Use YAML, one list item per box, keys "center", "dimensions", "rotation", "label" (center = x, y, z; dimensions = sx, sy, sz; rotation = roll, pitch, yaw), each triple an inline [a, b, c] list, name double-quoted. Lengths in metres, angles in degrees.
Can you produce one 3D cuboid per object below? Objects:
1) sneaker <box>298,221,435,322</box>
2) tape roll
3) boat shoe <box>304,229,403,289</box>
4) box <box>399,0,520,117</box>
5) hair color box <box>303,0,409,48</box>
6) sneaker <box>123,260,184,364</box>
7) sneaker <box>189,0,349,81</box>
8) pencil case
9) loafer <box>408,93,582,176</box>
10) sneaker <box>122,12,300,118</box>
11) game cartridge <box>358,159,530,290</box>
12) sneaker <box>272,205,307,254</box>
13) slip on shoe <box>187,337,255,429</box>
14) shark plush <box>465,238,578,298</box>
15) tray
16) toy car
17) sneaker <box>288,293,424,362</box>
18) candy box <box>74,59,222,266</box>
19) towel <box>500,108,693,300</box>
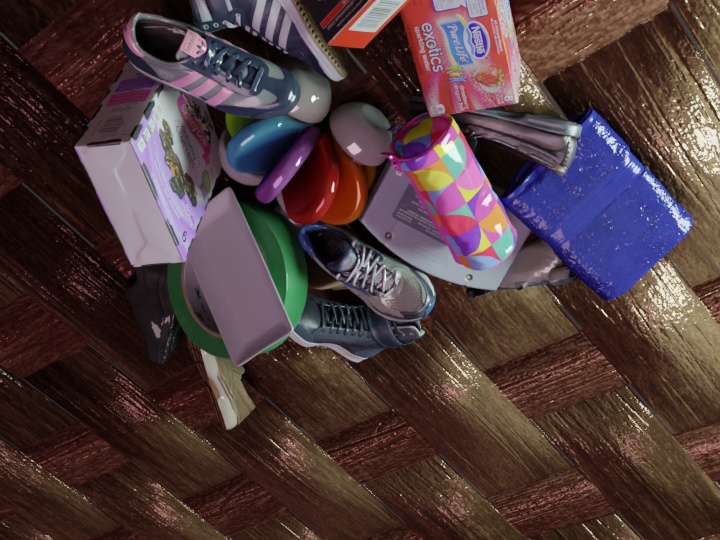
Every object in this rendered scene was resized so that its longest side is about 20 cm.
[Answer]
- center: [0.000, 0.000, 1.254]
  dimensions: [0.199, 0.085, 0.077]
  rotation: [31, 95, 24]
  label: "sneaker"
- center: [-0.160, 0.011, 1.312]
  dimensions: [0.199, 0.048, 0.202]
  rotation: [1, 93, 33]
  label: "tape roll"
- center: [0.021, -0.016, 1.330]
  dimensions: [0.199, 0.073, 0.065]
  rotation: [-15, 165, 20]
  label: "boat shoe"
- center: [0.100, -0.271, 1.053]
  dimensions: [0.099, 0.096, 0.201]
  rotation: [-6, 130, 18]
  label: "box"
- center: [-0.029, -0.325, 0.975]
  dimensions: [0.101, 0.061, 0.201]
  rotation: [-39, 71, 36]
  label: "hair color box"
- center: [-0.291, 0.047, 1.450]
  dimensions: [0.090, 0.076, 0.201]
  rotation: [19, 127, 7]
  label: "sneaker"
- center: [-0.106, -0.270, 1.112]
  dimensions: [0.108, 0.070, 0.200]
  rotation: [-30, 113, 27]
  label: "sneaker"
- center: [0.103, -0.087, 1.148]
  dimensions: [0.088, 0.089, 0.200]
  rotation: [-19, 130, 26]
  label: "pencil case"
- center: [0.144, -0.153, 1.141]
  dimensions: [0.199, 0.072, 0.064]
  rotation: [14, 103, 17]
  label: "loafer"
- center: [-0.160, -0.218, 1.084]
  dimensions: [0.198, 0.071, 0.082]
  rotation: [16, 168, -1]
  label: "sneaker"
- center: [0.104, -0.061, 1.242]
  dimensions: [0.199, 0.041, 0.134]
  rotation: [27, 98, -16]
  label: "game cartridge"
- center: [-0.122, 0.003, 1.353]
  dimensions: [0.075, 0.089, 0.200]
  rotation: [24, 132, -9]
  label: "sneaker"
- center: [-0.206, 0.151, 1.529]
  dimensions: [0.060, 0.076, 0.201]
  rotation: [-26, 124, -18]
  label: "slip on shoe"
- center: [0.225, 0.009, 1.307]
  dimensions: [0.200, 0.091, 0.083]
  rotation: [-35, 149, 28]
  label: "shark plush"
- center: [-0.153, 0.008, 1.267]
  dimensions: [0.107, 0.022, 0.201]
  rotation: [-32, 75, 29]
  label: "tray"
- center: [-0.073, -0.128, 1.182]
  dimensions: [0.199, 0.151, 0.175]
  rotation: [33, 130, -18]
  label: "toy car"
- center: [-0.003, 0.059, 1.357]
  dimensions: [0.145, 0.078, 0.202]
  rotation: [-20, 153, 33]
  label: "sneaker"
- center: [-0.233, -0.135, 1.173]
  dimensions: [0.071, 0.201, 0.169]
  rotation: [-4, 131, 15]
  label: "candy box"
- center: [0.277, -0.075, 1.197]
  dimensions: [0.200, 0.050, 0.148]
  rotation: [42, 104, -17]
  label: "towel"
